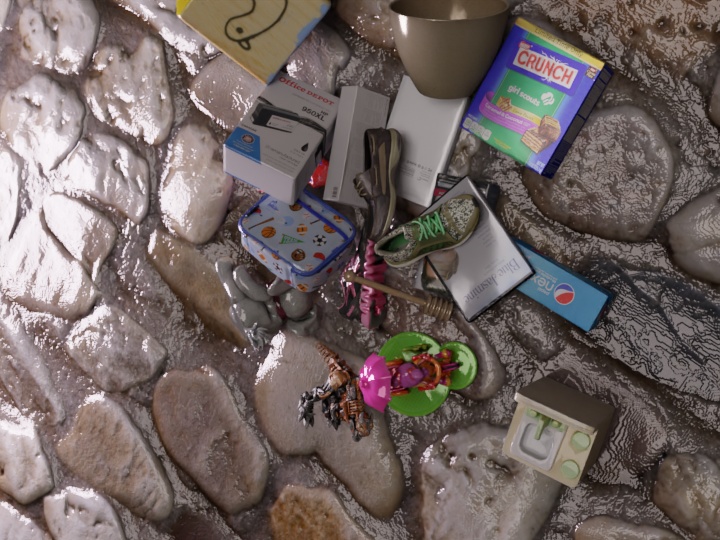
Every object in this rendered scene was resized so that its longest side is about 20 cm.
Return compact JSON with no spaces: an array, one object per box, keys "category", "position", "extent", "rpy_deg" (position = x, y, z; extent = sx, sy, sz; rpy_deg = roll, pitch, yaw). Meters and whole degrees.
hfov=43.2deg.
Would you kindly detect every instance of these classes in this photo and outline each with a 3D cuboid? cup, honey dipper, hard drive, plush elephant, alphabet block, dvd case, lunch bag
[{"category":"cup","position":[0.145,-0.369,1.509],"extent":[0.197,0.200,0.145],"rpy_deg":[13,122,24]},{"category":"honey dipper","position":[0.065,0.038,1.576],"extent":[0.197,0.038,0.038],"rpy_deg":[21,100,-3]},{"category":"hard drive","position":[0.103,-0.227,1.605],"extent":[0.130,0.027,0.203],"rpy_deg":[23,101,24]},{"category":"plush elephant","position":[-0.160,0.054,1.676],"extent":[0.200,0.153,0.167],"rpy_deg":[49,157,49]},{"category":"alphabet block","position":[-0.192,-0.490,1.604],"extent":[0.196,0.199,0.197],"rpy_deg":[-47,31,18]},{"category":"dvd case","position":[0.179,-0.035,1.508],"extent":[0.142,0.017,0.201],"rpy_deg":[-39,74,21]},{"category":"lunch bag","position":[-0.111,-0.067,1.600],"extent":[0.199,0.076,0.160],"rpy_deg":[37,65,23]}]

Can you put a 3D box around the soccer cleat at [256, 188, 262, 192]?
[{"category":"soccer cleat","position":[-0.161,-0.166,1.719],"extent":[0.075,0.067,0.203],"rpy_deg":[-19,76,-6]}]

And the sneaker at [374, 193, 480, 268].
[{"category":"sneaker","position":[0.105,-0.061,1.486],"extent":[0.199,0.088,0.078],"rpy_deg":[-31,76,25]}]

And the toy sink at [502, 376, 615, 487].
[{"category":"toy sink","position":[0.306,0.254,1.423],"extent":[0.129,0.199,0.114],"rpy_deg":[22,100,22]}]

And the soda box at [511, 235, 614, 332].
[{"category":"soda box","position":[0.309,0.019,1.492],"extent":[0.199,0.064,0.069],"rpy_deg":[33,104,21]}]

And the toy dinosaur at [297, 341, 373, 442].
[{"category":"toy dinosaur","position":[-0.037,0.222,1.640],"extent":[0.136,0.101,0.202],"rpy_deg":[-46,31,28]}]

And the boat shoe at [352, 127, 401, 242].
[{"category":"boat shoe","position":[0.022,-0.150,1.571],"extent":[0.072,0.074,0.204],"rpy_deg":[9,78,-14]}]

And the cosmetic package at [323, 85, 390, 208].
[{"category":"cosmetic package","position":[-0.007,-0.217,1.612],"extent":[0.050,0.082,0.204],"rpy_deg":[10,89,51]}]

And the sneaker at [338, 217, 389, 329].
[{"category":"sneaker","position":[0.000,0.000,1.638],"extent":[0.094,0.079,0.204],"rpy_deg":[9,93,36]}]

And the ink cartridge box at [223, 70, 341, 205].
[{"category":"ink cartridge box","position":[-0.134,-0.239,1.613],"extent":[0.143,0.085,0.202],"rpy_deg":[25,60,7]}]

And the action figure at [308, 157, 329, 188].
[{"category":"action figure","position":[-0.109,-0.216,1.693],"extent":[0.200,0.052,0.066],"rpy_deg":[45,113,13]}]

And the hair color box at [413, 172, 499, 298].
[{"category":"hair color box","position":[0.165,-0.057,1.560],"extent":[0.098,0.060,0.203],"rpy_deg":[14,98,25]}]

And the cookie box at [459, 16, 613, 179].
[{"category":"cookie box","position":[0.287,-0.282,1.490],"extent":[0.170,0.075,0.202],"rpy_deg":[34,104,21]}]

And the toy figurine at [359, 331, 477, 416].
[{"category":"toy figurine","position":[0.080,0.182,1.537],"extent":[0.197,0.184,0.153],"rpy_deg":[-13,86,24]}]
